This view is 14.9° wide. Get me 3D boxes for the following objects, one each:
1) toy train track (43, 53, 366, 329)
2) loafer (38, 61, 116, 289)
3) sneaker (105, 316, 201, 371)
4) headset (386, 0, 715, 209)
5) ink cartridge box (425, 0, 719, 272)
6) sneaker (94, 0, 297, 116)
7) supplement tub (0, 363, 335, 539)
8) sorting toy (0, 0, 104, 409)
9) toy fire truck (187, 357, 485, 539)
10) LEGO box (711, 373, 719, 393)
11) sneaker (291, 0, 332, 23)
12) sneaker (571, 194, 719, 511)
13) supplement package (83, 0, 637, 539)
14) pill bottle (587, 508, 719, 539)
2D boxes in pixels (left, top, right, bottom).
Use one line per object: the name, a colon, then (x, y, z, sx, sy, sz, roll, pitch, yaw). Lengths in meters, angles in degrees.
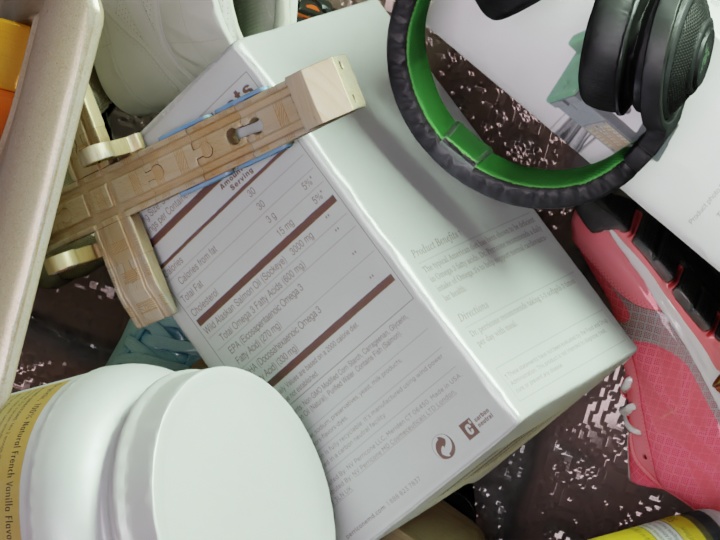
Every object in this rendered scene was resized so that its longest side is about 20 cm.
toy train track: (-0.084, -0.042, 1.148, 0.200, 0.033, 0.115, -23, 89, 36)
loafer: (-0.146, -0.094, 1.322, 0.067, 0.076, 0.200, -10, 100, 10)
sneaker: (-0.091, 0.054, 1.327, 0.074, 0.082, 0.200, 20, 105, 10)
headset: (0.097, -0.117, 1.111, 0.123, 0.094, 0.200, 40, 122, 1)
ink cartridge box: (0.137, -0.086, 1.207, 0.200, 0.146, 0.084, 40, 108, 6)
sneaker: (-0.083, -0.178, 1.262, 0.115, 0.074, 0.200, -10, 96, 47)
supplement tub: (-0.125, 0.119, 1.159, 0.200, 0.144, 0.145, -15, 96, 33)
sorting toy: (-0.168, -0.037, 1.189, 0.036, 0.200, 0.186, 14, 90, -20)
toy fire truck: (-0.060, 0.160, 1.295, 0.176, 0.129, 0.200, 36, 117, -22)
LEGO box: (0.276, 0.024, 1.191, 0.149, 0.077, 0.200, 42, 86, 2)
sneaker: (0.001, -0.035, 1.300, 0.078, 0.075, 0.200, -38, 81, 27)
sneaker: (0.146, 0.058, 1.270, 0.087, 0.074, 0.200, -36, 90, 20)
supplement package: (0.000, 0.000, 1.199, 0.117, 0.117, 0.200, -42, 80, 34)
pill bottle: (0.082, 0.182, 1.214, 0.200, 0.112, 0.112, -14, 97, -12)
